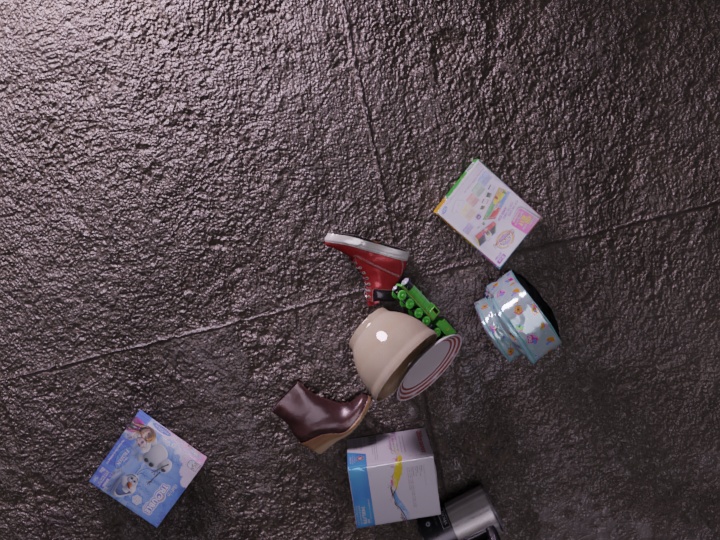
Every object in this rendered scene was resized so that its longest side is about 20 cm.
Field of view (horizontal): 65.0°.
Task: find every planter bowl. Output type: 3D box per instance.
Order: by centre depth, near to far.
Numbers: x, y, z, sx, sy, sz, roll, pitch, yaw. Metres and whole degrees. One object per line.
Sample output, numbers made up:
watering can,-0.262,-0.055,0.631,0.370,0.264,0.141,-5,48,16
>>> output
planter bowl,0.059,0.171,1.262,0.134,0.200,0.201,42,96,20

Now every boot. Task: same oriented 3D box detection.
boot,0.000,0.000,1.282,0.196,0.072,0.147,16,99,-8
boot,-0.090,0.320,1.324,0.200,0.072,0.167,-42,100,8

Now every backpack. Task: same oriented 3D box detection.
backpack,0.348,0.109,1.243,0.152,0.200,0.177,-35,99,4

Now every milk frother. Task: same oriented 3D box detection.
milk frother,0.259,0.654,1.372,0.185,0.183,0.201,-26,142,2

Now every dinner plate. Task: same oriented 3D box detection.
dinner plate,0.152,0.215,1.277,0.024,0.200,0.201,43,96,29

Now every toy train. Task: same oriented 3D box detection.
toy train,0.147,0.095,1.295,0.057,0.042,0.200,-48,111,-13

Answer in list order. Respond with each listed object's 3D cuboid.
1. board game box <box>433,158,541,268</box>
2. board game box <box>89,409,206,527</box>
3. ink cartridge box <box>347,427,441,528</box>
board game box,0.288,-0.127,1.285,0.199,0.040,0.154,40,95,-7
board game box,-0.505,0.474,1.348,0.198,0.043,0.201,37,96,-8
ink cartridge box,0.075,0.478,1.317,0.195,0.147,0.150,-9,99,0
